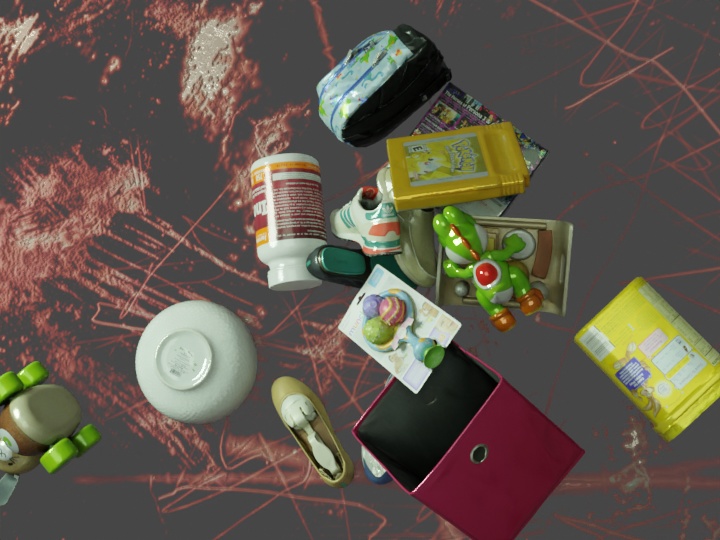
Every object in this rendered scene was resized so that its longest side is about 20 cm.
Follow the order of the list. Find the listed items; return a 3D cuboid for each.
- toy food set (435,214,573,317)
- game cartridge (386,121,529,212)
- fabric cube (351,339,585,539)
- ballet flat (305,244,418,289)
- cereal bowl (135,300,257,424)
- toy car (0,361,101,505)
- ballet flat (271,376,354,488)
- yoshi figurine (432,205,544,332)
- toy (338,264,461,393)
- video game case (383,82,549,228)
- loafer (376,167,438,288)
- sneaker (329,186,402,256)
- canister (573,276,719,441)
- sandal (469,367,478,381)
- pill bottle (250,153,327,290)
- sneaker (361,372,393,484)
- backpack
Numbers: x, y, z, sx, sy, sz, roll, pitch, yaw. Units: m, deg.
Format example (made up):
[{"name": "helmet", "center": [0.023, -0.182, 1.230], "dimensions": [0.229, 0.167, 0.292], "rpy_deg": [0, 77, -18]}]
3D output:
[{"name": "toy food set", "center": [0.217, -0.007, 1.441], "dimensions": [0.198, 0.060, 0.145], "rpy_deg": [4, 100, 9]}, {"name": "game cartridge", "center": [0.143, -0.159, 1.415], "dimensions": [0.198, 0.033, 0.177], "rpy_deg": [-10, 37, 4]}, {"name": "fabric cube", "center": [0.148, 0.238, 1.323], "dimensions": [0.199, 0.200, 0.197], "rpy_deg": [41, 87, -29]}, {"name": "ballet flat", "center": [0.000, 0.000, 1.469], "dimensions": [0.199, 0.073, 0.074], "rpy_deg": [11, 80, -34]}, {"name": "cereal bowl", "center": [-0.267, 0.143, 1.502], "dimensions": [0.198, 0.083, 0.202], "rpy_deg": [-1, 81, 8]}, {"name": "toy car", "center": [-0.547, 0.276, 1.499], "dimensions": [0.200, 0.158, 0.164], "rpy_deg": [-42, 88, 12]}, {"name": "ballet flat", "center": [-0.074, 0.246, 1.465], "dimensions": [0.068, 0.063, 0.200], "rpy_deg": [-38, 77, 1]}, {"name": "yoshi figurine", "center": [0.179, -0.015, 1.394], "dimensions": [0.112, 0.112, 0.200], "rpy_deg": [-44, 102, -29]}, {"name": "toy", "center": [0.042, 0.074, 1.349], "dimensions": [0.200, 0.047, 0.116], "rpy_deg": [36, 95, 43]}, {"name": "video game case", "center": [0.168, -0.171, 1.508], "dimensions": [0.200, 0.036, 0.182], "rpy_deg": [37, 89, 12]}, {"name": "loafer", "center": [0.084, -0.071, 1.466], "dimensions": [0.068, 0.076, 0.201], "rpy_deg": [-20, 90, 34]}, {"name": "sneaker", "center": [0.009, -0.087, 1.445], "dimensions": [0.070, 0.200, 0.094], "rpy_deg": [-6, 108, -21]}, {"name": "canister", "center": [0.433, 0.127, 1.395], "dimensions": [0.148, 0.087, 0.200], "rpy_deg": [-42, 76, 0]}, {"name": "sandal", "center": [0.105, 0.102, 1.464], "dimensions": [0.200, 0.076, 0.043], "rpy_deg": [40, 58, 3]}, {"name": "pill bottle", "center": [-0.111, -0.074, 1.497], "dimensions": [0.112, 0.113, 0.202], "rpy_deg": [-8, 79, 7]}, {"name": "sneaker", "center": [0.046, 0.227, 1.437], "dimensions": [0.075, 0.088, 0.201], "rpy_deg": [15, 85, 9]}, {"name": "backpack", "center": [0.028, -0.286, 1.498], "dimensions": [0.153, 0.163, 0.201], "rpy_deg": [37, 95, 21]}]
